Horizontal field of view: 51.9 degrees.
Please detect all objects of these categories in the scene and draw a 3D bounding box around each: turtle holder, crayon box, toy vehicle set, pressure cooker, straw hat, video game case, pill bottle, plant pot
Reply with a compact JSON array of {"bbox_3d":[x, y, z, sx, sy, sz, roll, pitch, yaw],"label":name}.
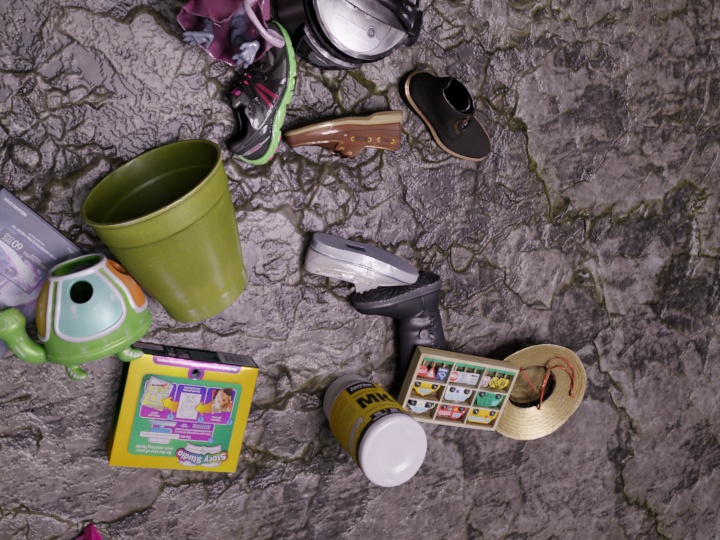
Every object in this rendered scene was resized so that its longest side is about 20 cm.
[{"bbox_3d":[-0.381,0.055,1.000,0.181,0.142,0.135,-6,115,9],"label":"turtle holder"},{"bbox_3d":[-0.270,0.211,1.128,0.196,0.058,0.177,11,99,-26],"label":"crayon box"},{"bbox_3d":[0.167,0.206,1.278,0.195,0.027,0.127,11,108,-21],"label":"toy vehicle set"},{"bbox_3d":[-0.016,-0.376,1.019,0.173,0.199,0.182,-25,112,-18],"label":"pressure cooker"},{"bbox_3d":[0.312,0.207,1.375,0.195,0.085,0.206,-3,111,-7],"label":"straw hat"},{"bbox_3d":[-0.490,0.011,1.000,0.143,0.019,0.201,43,83,-27],"label":"video game case"},{"bbox_3d":[0.015,0.248,1.187,0.112,0.199,0.117,-6,106,-22],"label":"pill bottle"},{"bbox_3d":[-0.246,-0.042,1.015,0.198,0.200,0.196,-30,125,-14],"label":"plant pot"}]

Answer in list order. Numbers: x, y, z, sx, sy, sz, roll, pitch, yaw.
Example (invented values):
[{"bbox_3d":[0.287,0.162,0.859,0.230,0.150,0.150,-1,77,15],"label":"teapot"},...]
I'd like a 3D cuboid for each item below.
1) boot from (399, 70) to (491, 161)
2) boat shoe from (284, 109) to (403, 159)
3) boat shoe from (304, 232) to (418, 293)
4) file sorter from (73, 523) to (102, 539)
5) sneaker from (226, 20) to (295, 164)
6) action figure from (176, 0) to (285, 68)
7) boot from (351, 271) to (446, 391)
[{"bbox_3d":[0.161,-0.235,1.170,0.198,0.138,0.079,32,89,-28],"label":"boot"},{"bbox_3d":[-0.020,-0.203,1.132,0.196,0.072,0.069,-12,106,-24],"label":"boat shoe"},{"bbox_3d":[0.000,0.000,1.198,0.196,0.071,0.071,15,113,-27],"label":"boat shoe"},{"bbox_3d":[-0.408,0.522,1.099,0.123,0.139,0.204,-26,112,-13],"label":"file sorter"},{"bbox_3d":[-0.146,-0.256,1.059,0.082,0.076,0.205,8,98,-30],"label":"sneaker"},{"bbox_3d":[-0.162,-0.376,0.982,0.134,0.147,0.204,40,53,-36],"label":"action figure"},{"bbox_3d":[0.071,0.120,1.265,0.161,0.066,0.205,-12,115,-14],"label":"boot"}]
